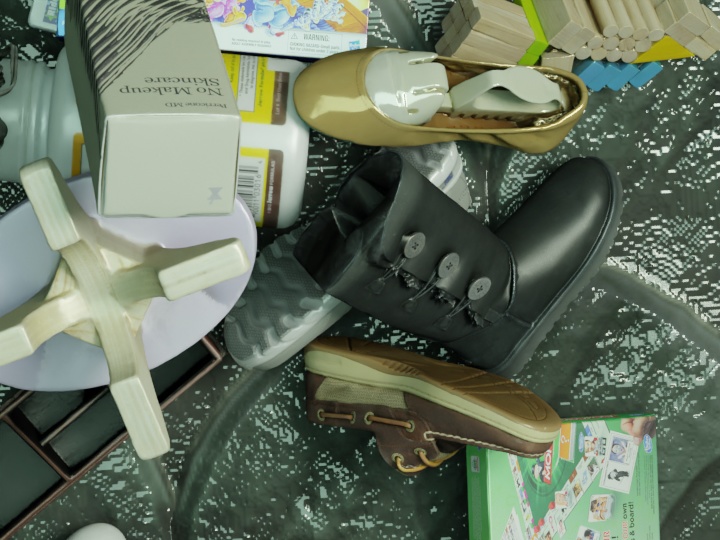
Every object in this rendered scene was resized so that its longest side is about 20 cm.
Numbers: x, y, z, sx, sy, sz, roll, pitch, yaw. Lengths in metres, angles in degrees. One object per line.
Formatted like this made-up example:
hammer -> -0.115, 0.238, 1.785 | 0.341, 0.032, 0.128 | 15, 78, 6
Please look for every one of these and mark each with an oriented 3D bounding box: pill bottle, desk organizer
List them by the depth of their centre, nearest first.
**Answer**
pill bottle -> -0.134, -0.088, 1.414 | 0.199, 0.109, 0.110 | 5, 91, -4
desk organizer -> -0.184, 0.093, 1.431 | 0.200, 0.077, 0.072 | -40, 94, -2

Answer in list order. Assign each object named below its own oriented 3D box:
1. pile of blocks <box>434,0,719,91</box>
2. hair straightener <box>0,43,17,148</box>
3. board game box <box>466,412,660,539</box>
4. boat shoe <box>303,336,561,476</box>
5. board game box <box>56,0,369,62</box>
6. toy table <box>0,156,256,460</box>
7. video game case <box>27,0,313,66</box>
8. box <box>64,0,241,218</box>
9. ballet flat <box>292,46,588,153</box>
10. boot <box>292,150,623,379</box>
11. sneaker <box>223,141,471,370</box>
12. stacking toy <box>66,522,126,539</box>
pile of blocks -> 0.140, -0.159, 1.468 | 0.199, 0.082, 0.062 | -3, 48, -13
hair straightener -> -0.248, -0.110, 1.364 | 0.041, 0.200, 0.077 | 8, 88, -21
board game box -> 0.136, 0.198, 1.456 | 0.134, 0.029, 0.201 | -2, 90, -26
boat shoe -> 0.040, 0.097, 1.413 | 0.199, 0.072, 0.072 | 15, 101, 37
board game box -> -0.091, -0.208, 1.429 | 0.199, 0.045, 0.135 | 4, 91, -4
toy table -> -0.157, 0.015, 1.321 | 0.200, 0.117, 0.184 | -32, 101, 4
video game case -> -0.106, -0.206, 1.460 | 0.199, 0.018, 0.144 | 14, 91, -5
box -> -0.124, -0.111, 1.290 | 0.082, 0.200, 0.069 | -2, 124, -15
ballet flat -> 0.055, -0.114, 1.391 | 0.199, 0.063, 0.069 | 1, 70, -29
boot -> 0.067, -0.031, 1.398 | 0.200, 0.066, 0.165 | 30, 89, -44
sneaker -> 0.000, 0.000, 1.441 | 0.200, 0.075, 0.082 | -41, 136, -3
stacking toy -> -0.209, 0.251, 1.422 | 0.146, 0.146, 0.201 | 29, 73, -5
